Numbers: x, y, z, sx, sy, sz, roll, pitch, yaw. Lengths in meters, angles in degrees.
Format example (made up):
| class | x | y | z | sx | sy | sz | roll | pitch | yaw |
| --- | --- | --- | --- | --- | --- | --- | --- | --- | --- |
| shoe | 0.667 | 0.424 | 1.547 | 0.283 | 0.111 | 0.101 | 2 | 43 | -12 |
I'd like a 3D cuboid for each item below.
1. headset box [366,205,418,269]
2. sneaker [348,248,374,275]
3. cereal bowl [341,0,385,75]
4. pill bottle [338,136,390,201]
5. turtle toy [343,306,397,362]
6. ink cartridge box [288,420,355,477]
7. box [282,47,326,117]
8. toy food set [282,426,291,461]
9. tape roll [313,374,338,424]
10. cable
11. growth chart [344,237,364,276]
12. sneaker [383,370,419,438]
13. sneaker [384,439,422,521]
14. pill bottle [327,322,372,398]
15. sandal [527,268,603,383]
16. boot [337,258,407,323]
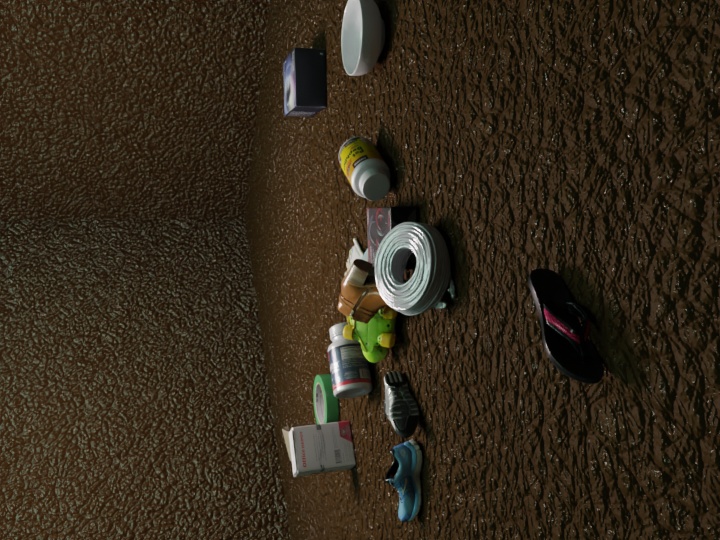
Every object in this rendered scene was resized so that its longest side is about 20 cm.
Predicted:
| class | x | y | z | sx | sy | sz | roll | pitch | yaw |
| --- | --- | --- | --- | --- | --- | --- | --- | --- | --- |
| headset box | 0.074 | -0.082 | 1.633 | 0.200 | 0.073 | 0.152 | -165 | 73 | -71 |
| sneaker | 0.000 | 0.000 | 1.769 | 0.081 | 0.074 | 0.203 | 25 | 90 | 38 |
| cereal bowl | 0.013 | -0.621 | 1.751 | 0.200 | 0.082 | 0.205 | 178 | 90 | -72 |
| pill bottle | 0.014 | -0.266 | 1.747 | 0.201 | 0.107 | 0.111 | -116 | 29 | -51 |
| turtle toy | 0.035 | 0.146 | 1.718 | 0.101 | 0.143 | 0.204 | -28 | -55 | -63 |
| ink cartridge box | -0.128 | 0.580 | 2.149 | 0.085 | 0.196 | 0.148 | 121 | 143 | -60 |
| box | -0.203 | -0.671 | 2.372 | 0.198 | 0.121 | 0.205 | -174 | 82 | -71 |
| toy food set | -0.295 | 0.779 | 2.962 | 0.200 | 0.059 | 0.146 | 152 | 103 | -72 |
| tape roll | -0.125 | 0.478 | 2.379 | 0.200 | 0.047 | 0.205 | 178 | 90 | -72 |
| cable | 0.109 | -0.004 | 1.440 | 0.198 | 0.068 | 0.204 | -22 | 67 | 46 |
| growth chart | -0.019 | 0.003 | 2.034 | 0.146 | 0.017 | 0.203 | -113 | 27 | -49 |
| sneaker | 0.098 | 0.357 | 1.639 | 0.202 | 0.073 | 0.117 | -99 | 11 | -53 |
| sneaker | 0.097 | 0.512 | 1.607 | 0.078 | 0.088 | 0.205 | -158 | 66 | -71 |
| pill bottle | -0.035 | 0.265 | 1.955 | 0.120 | 0.117 | 0.204 | 121 | 143 | -60 |
| sandal | 0.295 | 0.070 | 0.956 | 0.045 | 0.074 | 0.203 | 109 | 156 | -49 |
| boot | 0.041 | 0.077 | 1.602 | 0.074 | 0.198 | 0.156 | -42 | -20 | -51 |
